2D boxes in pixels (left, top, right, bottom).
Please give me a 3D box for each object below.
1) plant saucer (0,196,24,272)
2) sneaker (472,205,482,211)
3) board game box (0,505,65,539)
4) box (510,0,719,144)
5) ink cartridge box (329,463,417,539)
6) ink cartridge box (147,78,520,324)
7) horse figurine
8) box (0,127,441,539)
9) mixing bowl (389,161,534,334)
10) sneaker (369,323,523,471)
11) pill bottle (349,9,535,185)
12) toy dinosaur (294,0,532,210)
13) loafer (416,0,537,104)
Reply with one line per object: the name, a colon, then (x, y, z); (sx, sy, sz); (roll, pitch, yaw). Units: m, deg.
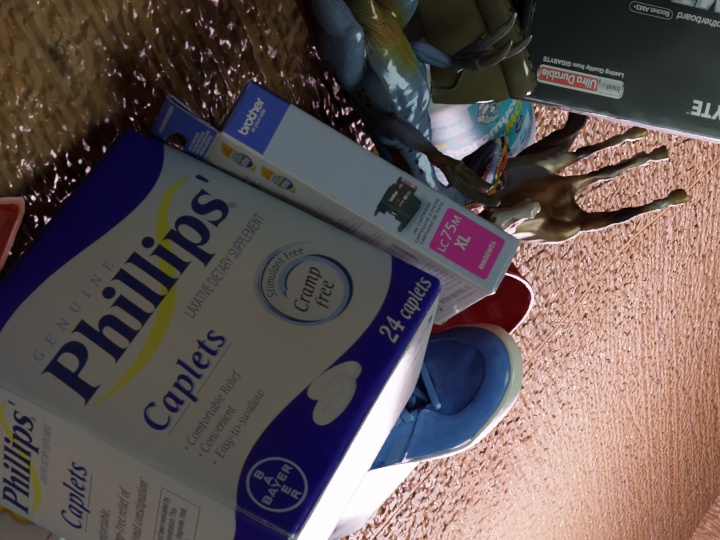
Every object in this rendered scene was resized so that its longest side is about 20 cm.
plant saucer: (-0.261, 0.048, 0.844); (0.199, 0.037, 0.201); (-6, 124, -63)
sneaker: (0.055, -0.044, 1.326); (0.201, 0.074, 0.106); (-58, 155, -5)
board game box: (-0.182, 0.163, 1.058); (0.105, 0.103, 0.200); (-51, 156, -17)
box: (0.189, -0.185, 1.101); (0.050, 0.198, 0.201); (-162, -97, -72)
ink cartridge box: (-0.008, 0.154, 1.344); (0.199, 0.041, 0.200); (-24, 162, -31)
ink cartridge box: (-0.020, -0.041, 0.991); (0.042, 0.199, 0.119); (-64, -173, -14)
horse figurine: (0.122, -0.052, 1.125); (0.200, 0.131, 0.050); (-97, 170, -74)
box: (-0.087, 0.054, 0.947); (0.184, 0.199, 0.105); (-57, 168, -39)
mixing bowl: (0.000, 0.000, 1.165); (0.198, 0.109, 0.200); (-16, 159, -6)
sneaker: (-0.001, 0.090, 1.127); (0.199, 0.077, 0.111); (-23, 168, 28)
pill bottle: (0.046, -0.126, 1.165); (0.111, 0.110, 0.200); (-54, 156, -10)
toy dinosaur: (0.020, -0.112, 0.987); (0.105, 0.199, 0.183); (-43, 146, -32)
loafer: (0.034, -0.181, 1.023); (0.067, 0.202, 0.076); (-24, 180, 6)
